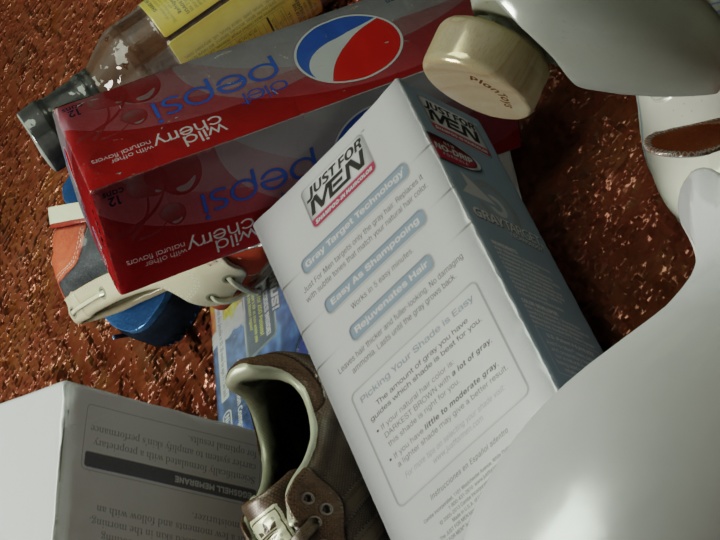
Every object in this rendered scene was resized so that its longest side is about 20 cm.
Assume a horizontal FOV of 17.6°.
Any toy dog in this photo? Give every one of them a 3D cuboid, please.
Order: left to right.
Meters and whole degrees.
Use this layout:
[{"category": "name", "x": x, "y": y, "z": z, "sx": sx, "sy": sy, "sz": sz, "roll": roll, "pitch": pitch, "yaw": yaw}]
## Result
[{"category": "toy dog", "x": 0.116, "y": -0.099, "z": 0.882, "sx": 0.198, "sy": 0.096, "sz": 0.133, "roll": 0, "pitch": 74, "yaw": 15}]

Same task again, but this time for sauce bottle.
[{"category": "sauce bottle", "x": -0.103, "y": -0.130, "z": 1.321, "sx": 0.199, "sy": 0.065, "sz": 0.065, "roll": -34, "pitch": 29, "yaw": -5}]

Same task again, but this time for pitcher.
[{"category": "pitcher", "x": 0.134, "y": 0.075, "z": 0.790, "sx": 0.171, "sy": 0.121, "sz": 0.201, "roll": 13, "pitch": 62, "yaw": 44}]

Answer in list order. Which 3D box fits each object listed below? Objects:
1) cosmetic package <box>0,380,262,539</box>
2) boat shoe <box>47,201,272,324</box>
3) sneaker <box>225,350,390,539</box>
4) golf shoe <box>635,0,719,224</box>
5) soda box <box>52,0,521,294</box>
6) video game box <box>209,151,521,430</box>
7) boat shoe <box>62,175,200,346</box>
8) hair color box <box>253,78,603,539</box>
[{"category": "cosmetic package", "x": -0.145, "y": 0.176, "z": 1.060, "sx": 0.199, "sy": 0.122, "sz": 0.202, "roll": -18, "pitch": 61, "yaw": 49}, {"category": "boat shoe", "x": -0.076, "y": -0.011, "z": 1.140, "sx": 0.199, "sy": 0.071, "sz": 0.063, "roll": -6, "pitch": 91, "yaw": 38}, {"category": "sneaker", "x": -0.018, "y": 0.125, "z": 0.970, "sx": 0.070, "sy": 0.075, "sz": 0.201, "roll": -42, "pitch": 46, "yaw": 35}, {"category": "golf shoe", "x": 0.127, "y": -0.100, "z": 0.971, "sx": 0.078, "sy": 0.097, "sz": 0.201, "roll": -37, "pitch": 37, "yaw": 30}, {"category": "soda box", "x": -0.032, "y": -0.064, "z": 1.048, "sx": 0.199, "sy": 0.064, "sz": 0.070, "roll": -21, "pitch": 42, "yaw": -9}, {"category": "video game box", "x": 0.000, "y": 0.000, "z": 1.125, "sx": 0.182, "sy": 0.047, "sz": 0.201, "roll": -41, "pitch": 33, "yaw": 24}, {"category": "boat shoe", "x": -0.109, "y": -0.017, "z": 1.290, "sx": 0.084, "sy": 0.069, "sz": 0.200, "roll": -44, "pitch": 30, "yaw": 14}, {"category": "hair color box", "x": 0.036, "y": 0.029, "z": 0.967, "sx": 0.099, "sy": 0.060, "sz": 0.201, "roll": -44, "pitch": 50, "yaw": 23}]
